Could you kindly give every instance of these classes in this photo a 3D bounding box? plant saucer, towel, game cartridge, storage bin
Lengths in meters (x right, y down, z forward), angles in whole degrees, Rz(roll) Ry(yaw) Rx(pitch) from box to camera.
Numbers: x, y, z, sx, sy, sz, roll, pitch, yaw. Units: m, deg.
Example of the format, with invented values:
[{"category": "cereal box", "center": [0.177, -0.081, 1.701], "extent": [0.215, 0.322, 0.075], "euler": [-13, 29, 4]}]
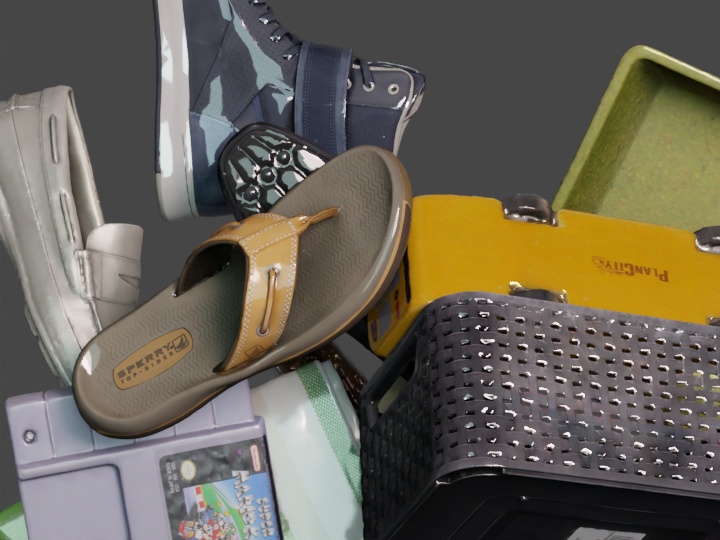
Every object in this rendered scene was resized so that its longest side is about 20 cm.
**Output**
[{"category": "plant saucer", "center": [0.193, -0.007, 1.228], "extent": [0.198, 0.048, 0.201], "euler": [23, 120, -1]}, {"category": "towel", "center": [-0.077, 0.153, 1.236], "extent": [0.199, 0.031, 0.150], "euler": [-24, 83, -5]}, {"category": "game cartridge", "center": [-0.101, 0.152, 1.185], "extent": [0.128, 0.038, 0.202], "euler": [-10, 96, -3]}, {"category": "storage bin", "center": [0.108, 0.093, 1.139], "extent": [0.198, 0.135, 0.094], "euler": [9, 58, -18]}]

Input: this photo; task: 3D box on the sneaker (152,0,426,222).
[{"category": "sneaker", "center": [-0.038, -0.131, 1.242], "extent": [0.145, 0.077, 0.204], "euler": [-2, 92, 6]}]

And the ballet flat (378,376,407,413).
[{"category": "ballet flat", "center": [0.071, 0.136, 1.225], "extent": [0.069, 0.069, 0.201], "euler": [-28, 89, -8]}]

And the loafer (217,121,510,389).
[{"category": "loafer", "center": [0.000, 0.000, 1.212], "extent": [0.200, 0.070, 0.068], "euler": [43, 90, -17]}]

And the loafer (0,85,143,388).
[{"category": "loafer", "center": [-0.144, -0.002, 1.223], "extent": [0.069, 0.070, 0.201], "euler": [-25, 83, 6]}]

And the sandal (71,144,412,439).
[{"category": "sandal", "center": [-0.061, 0.008, 1.127], "extent": [0.199, 0.055, 0.082], "euler": [-30, 59, 8]}]

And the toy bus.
[{"category": "toy bus", "center": [0.108, 0.015, 1.161], "extent": [0.198, 0.078, 0.066], "euler": [9, 57, -19]}]
